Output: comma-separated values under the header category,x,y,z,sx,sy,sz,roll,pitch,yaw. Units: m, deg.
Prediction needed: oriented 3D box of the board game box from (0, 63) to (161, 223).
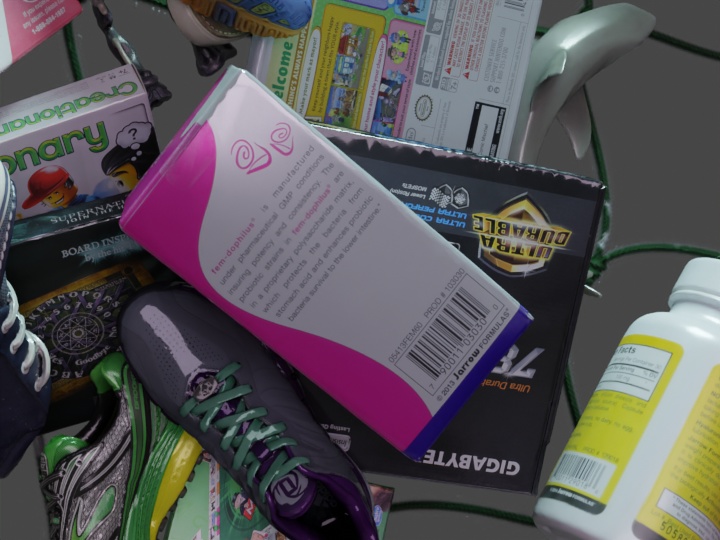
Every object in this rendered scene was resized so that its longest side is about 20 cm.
category,x,y,z,sx,sy,sz,roll,pitch,yaw
board game box,-0.209,-0.032,0.768,0.198,0.127,0.035,-22,48,-14

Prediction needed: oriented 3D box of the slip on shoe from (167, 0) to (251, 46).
category,x,y,z,sx,sy,sz,roll,pitch,yaw
slip on shoe,-0.044,-0.211,0.820,0.200,0.060,0.077,-45,114,-38

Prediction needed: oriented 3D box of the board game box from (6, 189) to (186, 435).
category,x,y,z,sx,sy,sz,roll,pitch,yaw
board game box,-0.195,0.036,0.767,0.198,0.028,0.137,-16,124,-14

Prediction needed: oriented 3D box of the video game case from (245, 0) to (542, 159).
category,x,y,z,sx,sy,sz,roll,pitch,yaw
video game case,0.024,-0.152,0.812,0.180,0.022,0.203,9,99,-23

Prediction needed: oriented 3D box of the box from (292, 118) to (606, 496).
category,x,y,z,sx,sy,sz,roll,pitch,yaw
box,0.031,0.024,0.797,0.197,0.050,0.201,10,97,-11

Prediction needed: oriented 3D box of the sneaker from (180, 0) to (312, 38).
category,x,y,z,sx,sy,sz,roll,pitch,yaw
sneaker,-0.100,-0.214,0.736,0.199,0.075,0.089,35,68,-9

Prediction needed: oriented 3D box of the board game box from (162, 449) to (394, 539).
category,x,y,z,sx,sy,sz,roll,pitch,yaw
board game box,-0.065,0.216,0.805,0.133,0.029,0.203,15,79,-8

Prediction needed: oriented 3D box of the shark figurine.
category,x,y,z,sx,sy,sz,roll,pitch,yaw
shark figurine,0.124,-0.096,0.863,0.127,0.090,0.217,16,77,-7

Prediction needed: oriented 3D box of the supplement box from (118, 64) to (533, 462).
category,x,y,z,sx,sy,sz,roll,pitch,yaw
supplement box,-0.021,-0.008,0.707,0.199,0.103,0.101,40,93,-14

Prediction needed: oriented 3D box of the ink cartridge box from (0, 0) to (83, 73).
category,x,y,z,sx,sy,sz,roll,pitch,yaw
ink cartridge box,-0.262,-0.183,0.697,0.201,0.082,0.147,59,38,-19

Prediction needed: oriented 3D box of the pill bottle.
category,x,y,z,sx,sy,sz,roll,pitch,yaw
pill bottle,0.200,0.098,0.835,0.111,0.111,0.201,32,77,-5

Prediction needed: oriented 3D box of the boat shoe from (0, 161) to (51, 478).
category,x,y,z,sx,sy,sz,roll,pitch,yaw
boat shoe,-0.202,0.029,0.706,0.092,0.075,0.201,11,123,-35

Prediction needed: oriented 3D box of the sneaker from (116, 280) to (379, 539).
category,x,y,z,sx,sy,sz,roll,pitch,yaw
sneaker,-0.053,0.087,0.723,0.074,0.088,0.200,-43,107,-2

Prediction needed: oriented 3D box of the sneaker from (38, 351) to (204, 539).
category,x,y,z,sx,sy,sz,roll,pitch,yaw
sneaker,-0.159,0.142,0.764,0.085,0.078,0.202,28,74,-24

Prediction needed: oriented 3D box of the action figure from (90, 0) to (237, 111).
category,x,y,z,sx,sy,sz,roll,pitch,yaw
action figure,-0.166,-0.196,0.812,0.118,0.102,0.201,-35,105,-12
